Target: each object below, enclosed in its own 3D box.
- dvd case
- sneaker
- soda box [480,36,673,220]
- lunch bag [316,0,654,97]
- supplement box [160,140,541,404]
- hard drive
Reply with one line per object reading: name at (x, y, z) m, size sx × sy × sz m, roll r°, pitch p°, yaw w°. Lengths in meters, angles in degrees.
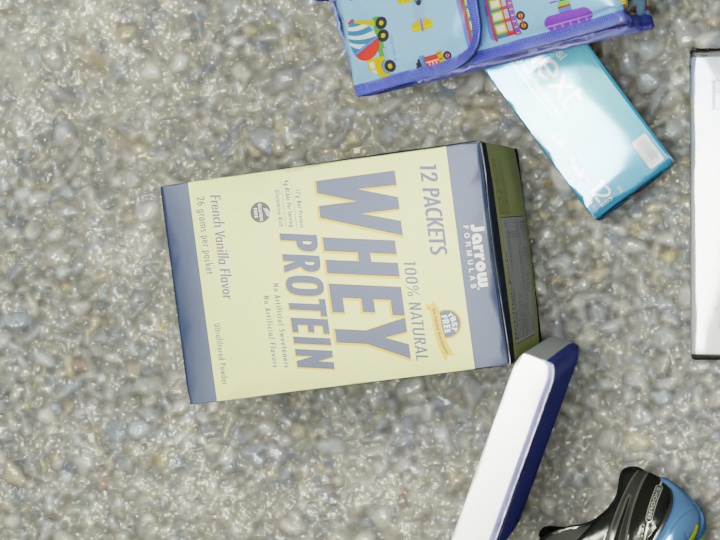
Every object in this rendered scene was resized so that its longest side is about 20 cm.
dvd case at (0.282, -0.043, 1.736) m, size 0.142 × 0.018 × 0.201 m, roll 0°, pitch 91°, yaw 10°
sneaker at (0.136, 0.208, 1.749) m, size 0.200 × 0.071 × 0.083 m, roll -49°, pitch 62°, yaw 10°
soda box at (0.116, -0.130, 1.734) m, size 0.064 × 0.068 × 0.200 m, roll -36°, pitch 86°, yaw 6°
lunch bag at (0.062, -0.199, 1.673) m, size 0.200 × 0.094 × 0.151 m, roll -14°, pitch 89°, yaw 17°
supplement box at (0.000, 0.000, 1.689) m, size 0.199 × 0.200 × 0.135 m, roll -8°, pitch 90°, yaw 9°
hard drive at (0.097, 0.110, 1.677) m, size 0.025 × 0.200 × 0.132 m, roll 20°, pitch 95°, yaw 8°
